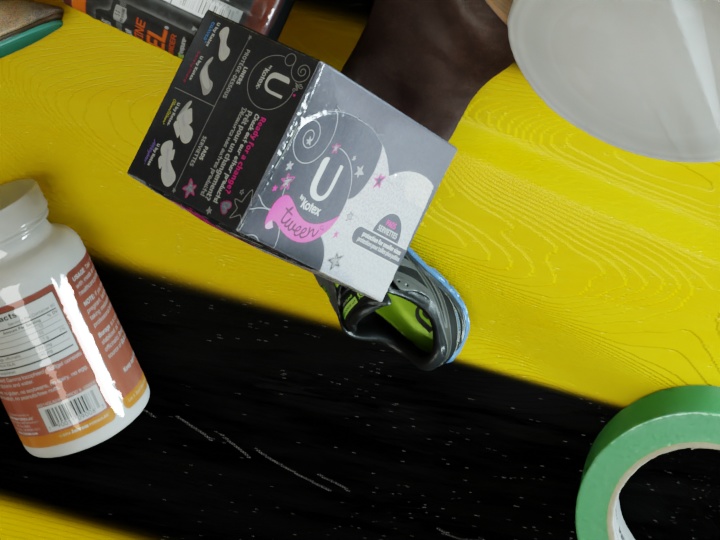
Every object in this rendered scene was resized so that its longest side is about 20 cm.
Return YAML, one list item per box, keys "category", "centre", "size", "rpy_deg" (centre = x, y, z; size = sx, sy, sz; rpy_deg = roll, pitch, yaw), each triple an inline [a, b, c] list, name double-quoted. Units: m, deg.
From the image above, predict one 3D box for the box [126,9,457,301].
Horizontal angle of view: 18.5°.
- category: "box"
  centre: [-0.043, -0.075, 1.544]
  size: [0.114, 0.200, 0.133]
  rpy_deg: [26, 89, 35]

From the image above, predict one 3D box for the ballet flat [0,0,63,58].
- category: "ballet flat"
  centre: [-0.318, -0.175, 1.683]
  size: [0.199, 0.068, 0.068]
  rpy_deg: [-26, 90, 21]

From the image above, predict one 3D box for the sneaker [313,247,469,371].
- category: "sneaker"
  centre: [0.000, 0.000, 1.678]
  size: [0.199, 0.083, 0.071]
  rpy_deg: [41, 117, -5]

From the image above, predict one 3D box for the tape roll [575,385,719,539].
- category: "tape roll"
  centre: [0.268, 0.189, 1.723]
  size: [0.199, 0.048, 0.202]
  rpy_deg: [5, 114, 11]

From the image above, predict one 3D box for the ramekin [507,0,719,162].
- category: "ramekin"
  centre: [0.210, -0.173, 1.510]
  size: [0.201, 0.095, 0.203]
  rpy_deg: [19, 149, 12]

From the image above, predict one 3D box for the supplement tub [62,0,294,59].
- category: "supplement tub"
  centre: [-0.148, -0.220, 1.600]
  size: [0.199, 0.107, 0.108]
  rpy_deg: [25, 117, 1]

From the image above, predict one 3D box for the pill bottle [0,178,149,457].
- category: "pill bottle"
  centre: [-0.252, 0.036, 1.735]
  size: [0.111, 0.112, 0.201]
  rpy_deg: [-16, 109, 19]

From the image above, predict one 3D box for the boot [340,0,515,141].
- category: "boot"
  centre: [0.030, -0.203, 1.585]
  size: [0.199, 0.072, 0.167]
  rpy_deg: [35, 114, -8]
